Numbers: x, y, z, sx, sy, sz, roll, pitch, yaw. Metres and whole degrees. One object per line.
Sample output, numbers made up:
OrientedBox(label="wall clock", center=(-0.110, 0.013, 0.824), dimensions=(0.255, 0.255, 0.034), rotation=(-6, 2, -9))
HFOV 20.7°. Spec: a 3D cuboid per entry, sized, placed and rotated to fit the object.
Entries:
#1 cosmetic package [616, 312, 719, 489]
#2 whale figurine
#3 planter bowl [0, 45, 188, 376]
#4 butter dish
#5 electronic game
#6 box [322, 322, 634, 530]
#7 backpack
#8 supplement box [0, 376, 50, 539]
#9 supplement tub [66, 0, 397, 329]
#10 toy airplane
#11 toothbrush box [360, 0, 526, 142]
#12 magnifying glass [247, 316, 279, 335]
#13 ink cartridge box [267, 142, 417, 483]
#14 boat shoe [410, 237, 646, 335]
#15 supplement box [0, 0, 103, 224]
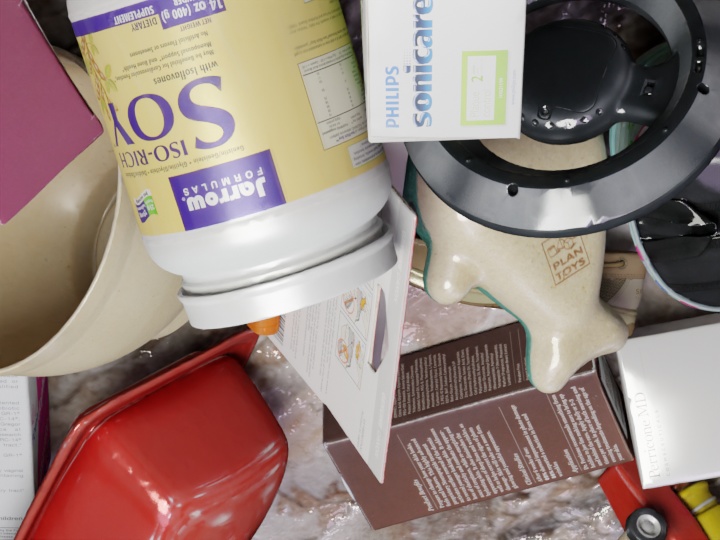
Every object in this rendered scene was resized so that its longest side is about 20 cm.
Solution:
OrientedBox(label="cosmetic package", center=(0.278, 0.077, 1.331), dimensions=(0.200, 0.085, 0.108), rotation=(-12, 91, 7))
OrientedBox(label="whale figurine", center=(0.097, -0.026, 1.233), dimensions=(0.159, 0.104, 0.200), rotation=(-33, 112, -21))
OrientedBox(label="planter bowl", center=(-0.170, -0.026, 1.214), dimensions=(0.200, 0.200, 0.135), rotation=(-37, 149, 27))
OrientedBox(label="butter dish", center=(-0.123, 0.165, 1.340), dimensions=(0.148, 0.199, 0.200), rotation=(42, 127, 16))
OrientedBox(label="electronic game", center=(0.119, -0.107, 1.125), dimensions=(0.200, 0.200, 0.042), rotation=(-14, 148, 11))
OrientedBox(label="box", center=(0.082, 0.105, 1.389), dimensions=(0.200, 0.075, 0.100), rotation=(-17, 130, 12))
OrientedBox(label="backpack", center=(0.250, -0.073, 1.183), dimensions=(0.200, 0.151, 0.178), rotation=(-19, 124, 6))
OrientedBox(label="supplement box", center=(-0.270, 0.094, 1.357), dimensions=(0.103, 0.101, 0.200), rotation=(2, 131, -2))
OrientedBox(label="supplement tub", center=(-0.066, -0.082, 1.082), dimensions=(0.145, 0.145, 0.200), rotation=(-15, 100, 12))
OrientedBox(label="toy airplane", center=(0.285, 0.219, 1.444), dimensions=(0.200, 0.141, 0.199), rotation=(4, 126, 41))
OrientedBox(label="toothbrush box", center=(0.040, -0.185, 1.053), dimensions=(0.086, 0.200, 0.146), rotation=(-1, 130, 1))
OrientedBox(label="magnifying glass", center=(-0.057, -0.049, 1.240), dimensions=(0.022, 0.080, 0.200), rotation=(-14, 125, -30))
OrientedBox(label="ink cartridge box", center=(0.000, 0.000, 1.215), dimensions=(0.045, 0.176, 0.200), rotation=(-12, 128, -26))
OrientedBox(label="boat shoe", center=(0.091, -0.008, 1.303), dimensions=(0.200, 0.071, 0.065), rotation=(13, 94, -12))
OrientedBox(label="supplement box", center=(-0.256, -0.111, 1.119), dimensions=(0.200, 0.086, 0.110), rotation=(19, 147, 43))
